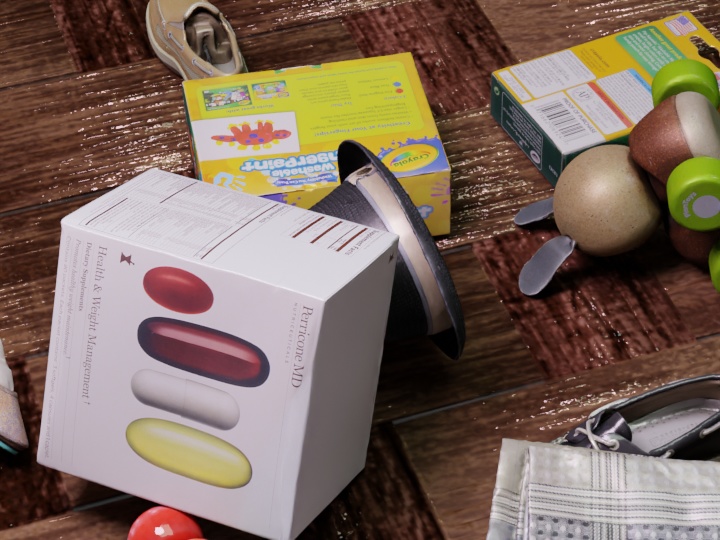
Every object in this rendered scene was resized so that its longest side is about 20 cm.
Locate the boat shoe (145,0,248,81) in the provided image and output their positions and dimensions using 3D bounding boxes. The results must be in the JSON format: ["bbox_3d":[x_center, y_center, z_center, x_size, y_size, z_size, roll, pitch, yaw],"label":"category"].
[{"bbox_3d":[-0.139,-0.209,1.966,0.071,0.076,0.200,-18,45,-18],"label":"boat shoe"}]

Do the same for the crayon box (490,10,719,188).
[{"bbox_3d":[0.228,-0.146,1.909,0.199,0.052,0.126,-19,45,-18],"label":"crayon box"}]

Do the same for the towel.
[{"bbox_3d":[0.179,0.204,1.504,0.199,0.035,0.193,4,59,7],"label":"towel"}]

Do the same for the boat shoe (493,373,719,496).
[{"bbox_3d":[0.189,0.127,1.602,0.199,0.060,0.074,-14,45,-14],"label":"boat shoe"}]

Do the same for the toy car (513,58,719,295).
[{"bbox_3d":[0.216,-0.045,1.770,0.200,0.158,0.165,-23,35,19],"label":"toy car"}]

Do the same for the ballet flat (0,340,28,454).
[{"bbox_3d":[-0.310,0.065,1.666,0.200,0.068,0.067,30,84,29],"label":"ballet flat"}]

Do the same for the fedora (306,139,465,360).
[{"bbox_3d":[0.000,0.000,1.667,0.091,0.201,0.201,-27,47,-8],"label":"fedora"}]

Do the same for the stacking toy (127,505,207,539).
[{"bbox_3d":[-0.099,0.229,1.491,0.085,0.086,0.200,-24,41,-24],"label":"stacking toy"}]

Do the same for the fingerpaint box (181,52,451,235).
[{"bbox_3d":[-0.038,-0.093,1.840,0.199,0.074,0.167,-8,42,-7],"label":"fingerpaint box"}]

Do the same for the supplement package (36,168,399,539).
[{"bbox_3d":[-0.100,0.057,1.563,0.199,0.192,0.147,15,23,17],"label":"supplement package"}]
